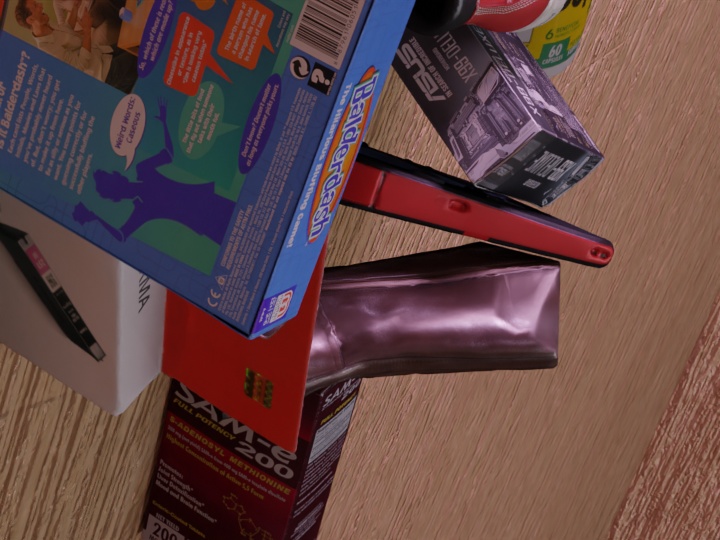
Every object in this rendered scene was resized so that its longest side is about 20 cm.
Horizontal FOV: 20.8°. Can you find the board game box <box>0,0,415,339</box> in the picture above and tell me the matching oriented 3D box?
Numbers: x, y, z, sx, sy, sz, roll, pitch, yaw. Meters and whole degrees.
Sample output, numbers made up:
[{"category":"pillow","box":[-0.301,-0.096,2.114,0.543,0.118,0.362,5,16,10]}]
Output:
[{"category":"board game box","box":[-0.090,-0.089,0.776,0.045,0.199,0.153,-27,143,-61]}]

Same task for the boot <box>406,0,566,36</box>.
[{"category":"boot","box":[0.025,-0.212,0.967,0.072,0.202,0.144,-26,174,32]}]

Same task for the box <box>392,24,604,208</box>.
[{"category":"box","box":[0.048,-0.133,1.089,0.050,0.201,0.158,-36,167,14]}]

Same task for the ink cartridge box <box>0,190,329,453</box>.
[{"category":"ink cartridge box","box":[-0.102,-0.007,0.908,0.044,0.173,0.201,-44,156,-38]}]

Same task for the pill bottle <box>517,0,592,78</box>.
[{"category":"pill bottle","box":[0.107,-0.229,1.246,0.113,0.112,0.201,-43,154,-44]}]

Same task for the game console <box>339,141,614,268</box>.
[{"category":"game console","box":[0.032,-0.049,1.113,0.200,0.175,0.031,-145,-111,-70]}]

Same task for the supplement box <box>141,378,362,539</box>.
[{"category":"supplement box","box":[-0.072,0.117,1.283,0.061,0.108,0.201,-38,151,-49]}]

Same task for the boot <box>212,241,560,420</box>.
[{"category":"boot","box":[0.000,0.000,1.066,0.198,0.187,0.065,-11,135,-13]}]
